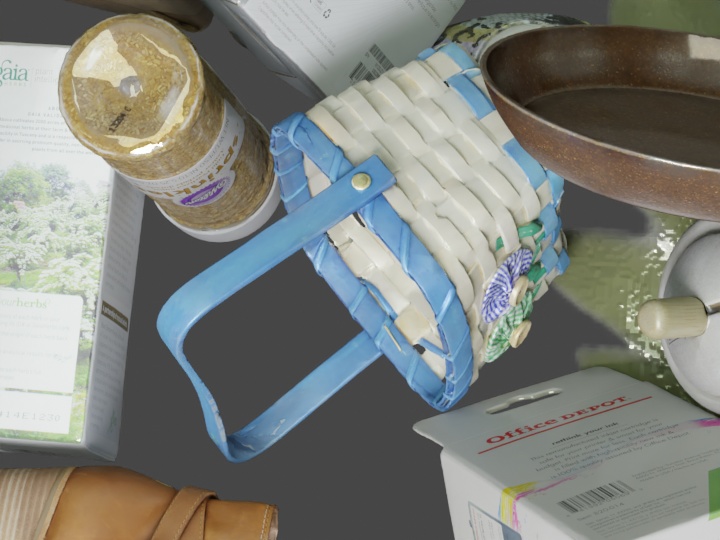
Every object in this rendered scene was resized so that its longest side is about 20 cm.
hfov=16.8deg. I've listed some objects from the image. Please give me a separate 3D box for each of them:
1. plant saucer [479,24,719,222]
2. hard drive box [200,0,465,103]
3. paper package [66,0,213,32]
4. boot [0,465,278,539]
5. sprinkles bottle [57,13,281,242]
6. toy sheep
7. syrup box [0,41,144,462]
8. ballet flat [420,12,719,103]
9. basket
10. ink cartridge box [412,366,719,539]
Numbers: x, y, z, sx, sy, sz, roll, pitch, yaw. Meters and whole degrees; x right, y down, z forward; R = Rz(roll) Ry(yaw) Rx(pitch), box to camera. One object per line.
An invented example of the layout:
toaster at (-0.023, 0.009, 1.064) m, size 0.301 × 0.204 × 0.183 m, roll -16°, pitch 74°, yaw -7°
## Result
plant saucer at (0.149, -0.063, 1.081) m, size 0.200 × 0.200 × 0.035 m, roll 14°, pitch 113°, yaw 11°
hard drive box at (0.008, -0.190, 1.187) m, size 0.077 × 0.156 × 0.200 m, roll 36°, pitch 86°, yaw 30°
paper package at (-0.143, -0.245, 1.254) m, size 0.190 × 0.103 × 0.201 m, roll 15°, pitch 83°, yaw 13°
boot at (-0.120, 0.189, 1.129) m, size 0.155 × 0.077 × 0.201 m, roll 6°, pitch 65°, yaw 3°
sprinkles bottle at (-0.086, -0.064, 1.162) m, size 0.068 × 0.200 × 0.069 m, roll -2°, pitch 80°, yaw 9°
toy sheep at (0.206, 0.017, 1.124) m, size 0.138 × 0.199 × 0.138 m, roll -9°, pitch 79°, yaw 53°
syrup box at (-0.156, -0.010, 1.224) m, size 0.078 × 0.081 × 0.201 m, roll 4°, pitch 80°, yaw 8°
ballet flat at (0.119, -0.092, 1.203) m, size 0.200 × 0.072 × 0.072 m, roll 14°, pitch 82°, yaw 11°
basket at (0.000, 0.000, 1.151) m, size 0.200 × 0.176 × 0.139 m, roll -34°, pitch 68°, yaw -7°
ink cartridge box at (0.115, 0.110, 1.116) m, size 0.117 × 0.200 × 0.068 m, roll -16°, pitch 108°, yaw -19°
